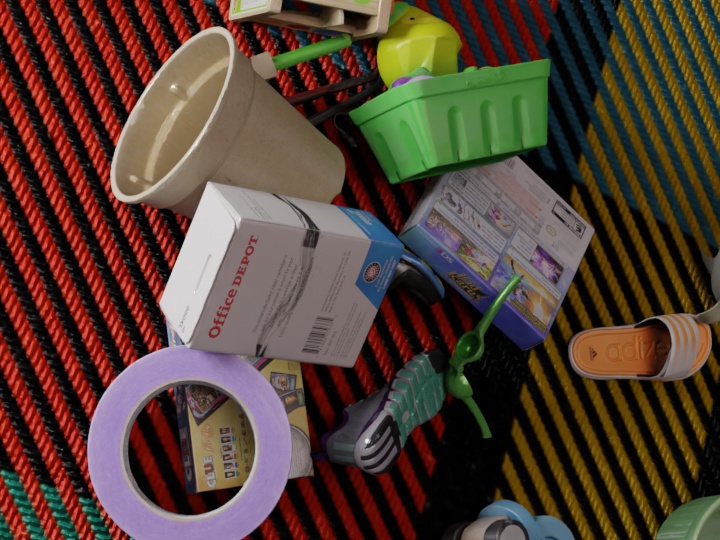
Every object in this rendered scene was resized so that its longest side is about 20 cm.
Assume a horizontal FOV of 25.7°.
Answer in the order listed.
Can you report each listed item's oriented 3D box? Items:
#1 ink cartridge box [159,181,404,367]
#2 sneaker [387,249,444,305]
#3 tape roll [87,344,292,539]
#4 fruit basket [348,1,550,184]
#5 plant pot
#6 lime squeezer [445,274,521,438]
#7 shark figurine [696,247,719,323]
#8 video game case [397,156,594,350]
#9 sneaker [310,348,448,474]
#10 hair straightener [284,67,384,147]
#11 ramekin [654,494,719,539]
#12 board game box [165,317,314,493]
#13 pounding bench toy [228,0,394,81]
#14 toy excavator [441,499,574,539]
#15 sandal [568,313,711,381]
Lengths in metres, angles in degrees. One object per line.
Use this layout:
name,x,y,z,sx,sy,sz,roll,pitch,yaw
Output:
ink cartridge box,-0.078,0.006,1.555,0.199,0.084,0.145,9,114,-36
sneaker,0.000,0.000,1.718,0.198,0.071,0.083,18,96,-25
tape roll,-0.167,0.176,1.555,0.198,0.085,0.202,1,83,-6
fruit basket,0.088,-0.208,1.712,0.214,0.155,0.218,6,78,-30
plant pot,-0.124,-0.113,1.614,0.183,0.200,0.202,33,69,-30
lime squeezer,0.130,0.100,1.722,0.070,0.038,0.202,2,114,-15
shark figurine,0.449,-0.022,1.912,0.127,0.090,0.216,-11,124,-20
video game case,0.157,-0.041,1.782,0.200,0.045,0.182,42,51,-14
sneaker,0.023,0.143,1.698,0.200,0.087,0.075,-43,127,-50
hair straightener,-0.018,-0.172,1.751,0.199,0.041,0.078,-22,91,-32
ramekin,0.433,0.355,1.844,0.198,0.098,0.202,4,80,-25
board game box,-0.126,0.123,1.646,0.134,0.035,0.202,-4,83,-26
pounding bench toy,-0.047,-0.285,1.699,0.155,0.124,0.202,8,90,-25
toy excavator,0.215,0.330,1.752,0.199,0.100,0.196,-24,94,-36
sandal,0.343,0.095,1.865,0.205,0.059,0.080,-6,84,-27
